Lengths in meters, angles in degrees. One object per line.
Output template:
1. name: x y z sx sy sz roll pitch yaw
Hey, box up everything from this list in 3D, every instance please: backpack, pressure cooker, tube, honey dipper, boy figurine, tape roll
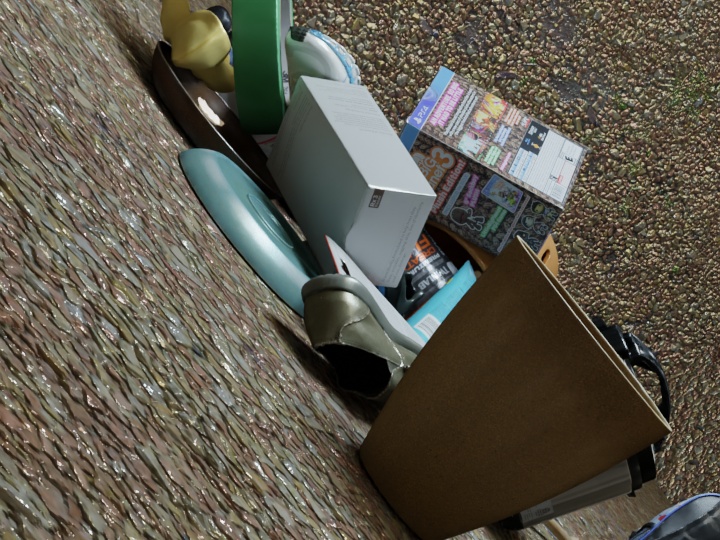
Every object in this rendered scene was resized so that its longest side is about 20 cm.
1. backpack: 0.372 0.349 1.776 0.201 0.190 0.154 51 -9 6
2. pressure cooker: 0.203 0.144 1.548 0.176 0.198 0.181 50 21 -83
3. tube: 0.091 0.055 1.704 0.200 0.050 0.078 -33 107 -56
4. honey dipper: 0.197 0.266 1.730 0.038 0.038 0.200 56 5 40
5. boy figurine: -0.161 -0.237 1.628 0.125 0.064 0.200 57 4 -5
6. tape roll: -0.099 -0.241 1.652 0.200 0.047 0.203 0 90 -87

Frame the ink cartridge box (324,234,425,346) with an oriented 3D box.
1. ink cartridge box: 0.018 0.070 1.470 0.200 0.050 0.109 48 11 -32

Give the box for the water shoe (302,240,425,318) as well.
1. water shoe: 0.000 0.000 1.627 0.072 0.079 0.200 53 7 28

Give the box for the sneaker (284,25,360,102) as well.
1. sneaker: -0.044 -0.164 1.647 0.074 0.087 0.201 22 -26 29

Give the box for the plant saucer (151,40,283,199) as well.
1. plant saucer: -0.148 -0.144 1.614 0.201 0.032 0.200 49 7 -8

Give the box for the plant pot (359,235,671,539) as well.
1. plant pot: 0.102 0.109 1.218 0.187 0.199 0.186 50 6 -7

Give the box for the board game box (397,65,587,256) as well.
1. board game box: 0.138 -0.117 1.819 0.198 0.097 0.160 29 34 2

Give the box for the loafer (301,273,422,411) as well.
1. loafer: 0.007 0.084 1.347 0.200 0.074 0.070 47 39 -41

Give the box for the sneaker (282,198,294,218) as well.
1. sneaker: -0.024 -0.099 1.837 0.071 0.099 0.200 59 24 7

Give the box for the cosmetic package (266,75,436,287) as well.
1. cosmetic package: -0.013 -0.088 1.552 0.080 0.114 0.201 5 37 -30

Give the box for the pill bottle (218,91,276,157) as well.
1. pill bottle: -0.081 -0.166 1.849 0.109 0.108 0.200 54 7 28

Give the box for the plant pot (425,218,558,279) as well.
1. plant pot: 0.142 0.001 1.909 0.199 0.139 0.202 32 -42 34

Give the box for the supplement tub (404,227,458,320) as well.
1. supplement tub: 0.056 0.014 1.810 0.201 0.107 0.107 51 7 8

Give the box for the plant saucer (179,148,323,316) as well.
1. plant saucer: -0.090 -0.038 1.461 0.201 0.027 0.200 51 6 -7
